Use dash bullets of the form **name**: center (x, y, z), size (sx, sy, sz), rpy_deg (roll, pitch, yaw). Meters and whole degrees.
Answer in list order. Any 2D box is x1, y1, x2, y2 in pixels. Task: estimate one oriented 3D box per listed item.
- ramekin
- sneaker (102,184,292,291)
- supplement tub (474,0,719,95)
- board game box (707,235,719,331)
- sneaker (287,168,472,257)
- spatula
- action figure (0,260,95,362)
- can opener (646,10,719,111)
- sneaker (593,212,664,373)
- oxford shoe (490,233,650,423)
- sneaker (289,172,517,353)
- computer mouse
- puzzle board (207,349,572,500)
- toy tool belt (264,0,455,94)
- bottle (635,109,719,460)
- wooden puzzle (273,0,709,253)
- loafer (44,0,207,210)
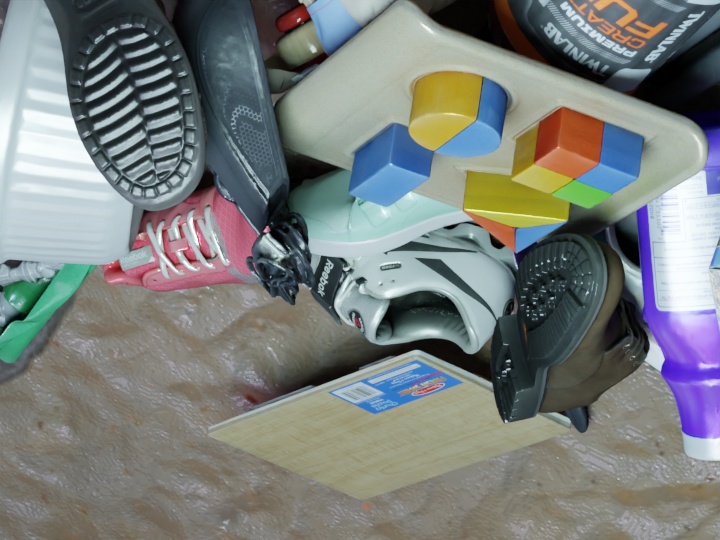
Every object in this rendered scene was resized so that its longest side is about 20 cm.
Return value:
- **ramekin**: center (-0.170, -0.095, 1.676), size (0.093, 0.203, 0.203), rpy_deg (11, 135, -1)
- **sneaker**: center (-0.104, -0.013, 1.736), size (0.200, 0.086, 0.074), rpy_deg (-17, 90, 64)
- **supplement tub**: center (0.140, -0.160, 1.527), size (0.107, 0.107, 0.200), rpy_deg (35, 134, -9)
- **board game box**: center (0.272, -0.003, 1.544), size (0.096, 0.201, 0.160), rpy_deg (2, 130, 23)
- **sneaker**: center (0.025, -0.080, 1.677), size (0.199, 0.074, 0.119), rpy_deg (-13, 131, 22)
- **spatula**: center (0.122, 0.039, 1.761), size (0.020, 0.057, 0.201), rpy_deg (-8, 138, 9)
- **action figure**: center (-0.212, 0.003, 1.861), size (0.055, 0.118, 0.200), rpy_deg (46, 125, -3)
- **can opener**: center (0.218, -0.141, 1.538), size (0.053, 0.067, 0.200), rpy_deg (41, 134, -14)
- **sneaker**: center (0.215, 0.021, 1.685), size (0.199, 0.071, 0.094), rpy_deg (29, 141, 2)
- **oxford shoe**: center (0.133, 0.028, 1.638), size (0.084, 0.073, 0.200), rpy_deg (-5, 160, -10)
- **sneaker**: center (0.000, 0.000, 1.757), size (0.199, 0.089, 0.074), rpy_deg (14, 136, 15)
- **computer mouse**: center (-0.075, -0.079, 1.580), size (0.052, 0.202, 0.139), rpy_deg (-13, 174, -6)
- **puzzle board**: center (0.019, 0.102, 1.848), size (0.150, 0.018, 0.199), rpy_deg (26, 145, -38)
- **toy tool belt**: center (-0.008, -0.191, 1.575), size (0.200, 0.125, 0.123), rpy_deg (-23, 100, 56)
- **bottle**: center (0.205, 0.009, 1.618), size (0.083, 0.065, 0.202), rpy_deg (-6, 103, 5)
- **wooden puzzle**: center (0.067, -0.066, 1.555), size (0.199, 0.047, 0.185), rpy_deg (23, 154, -19)
- **loafer**: center (-0.131, -0.129, 1.555), size (0.073, 0.071, 0.201), rpy_deg (-21, 80, 9)
